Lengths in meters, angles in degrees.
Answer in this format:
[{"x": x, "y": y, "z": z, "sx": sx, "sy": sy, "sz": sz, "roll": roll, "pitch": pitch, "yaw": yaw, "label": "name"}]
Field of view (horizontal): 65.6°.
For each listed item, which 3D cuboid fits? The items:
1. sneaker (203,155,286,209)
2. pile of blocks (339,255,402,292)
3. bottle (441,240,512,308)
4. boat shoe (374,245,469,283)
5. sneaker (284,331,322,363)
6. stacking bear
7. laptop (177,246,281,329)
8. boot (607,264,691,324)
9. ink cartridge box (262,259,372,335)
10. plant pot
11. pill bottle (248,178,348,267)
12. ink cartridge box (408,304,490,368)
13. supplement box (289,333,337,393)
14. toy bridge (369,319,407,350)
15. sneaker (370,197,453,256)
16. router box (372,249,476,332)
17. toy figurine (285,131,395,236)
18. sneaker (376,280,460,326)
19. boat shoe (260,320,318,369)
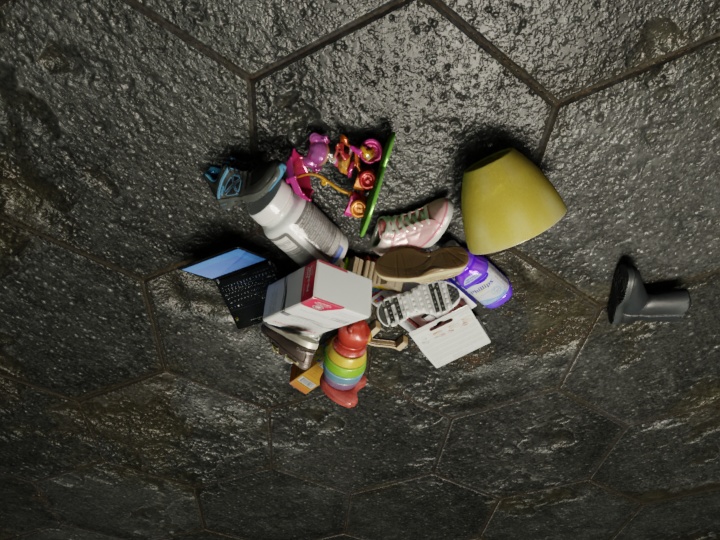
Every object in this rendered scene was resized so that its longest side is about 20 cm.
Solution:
[{"x": -0.222, "y": -0.175, "z": 1.051, "sx": 0.196, "sy": 0.074, "sz": 0.083, "roll": -13, "pitch": 124, "yaw": 37, "label": "sneaker"}, {"x": 0.000, "y": 0.000, "z": 1.244, "sx": 0.194, "sy": 0.064, "sz": 0.082, "roll": 14, "pitch": 159, "yaw": 1, "label": "pile of blocks"}, {"x": 0.256, "y": 0.007, "z": 1.250, "sx": 0.083, "sy": 0.066, "sz": 0.199, "roll": -34, "pitch": 124, "yaw": 29, "label": "bottle"}, {"x": 0.125, "y": -0.002, "z": 1.153, "sx": 0.193, "sy": 0.073, "sz": 0.065, "roll": -4, "pitch": 151, "yaw": -5, "label": "boat shoe"}, {"x": -0.121, "y": 0.159, "z": 1.373, "sx": 0.074, "sy": 0.088, "sz": 0.200, "roll": 30, "pitch": 125, "yaw": -24, "label": "sneaker"}, {"x": -0.028, "y": 0.197, "z": 1.319, "sx": 0.111, "sy": 0.122, "sz": 0.204, "roll": 20, "pitch": 121, "yaw": 9, "label": "stacking bear"}, {"x": -0.269, "y": 0.044, "z": 1.234, "sx": 0.173, "sy": 0.103, "sz": 0.205, "roll": -16, "pitch": 106, "yaw": 26, "label": "laptop"}, {"x": 0.671, "y": 0.053, "z": 1.287, "sx": 0.163, "sy": 0.078, "sz": 0.203, "roll": -5, "pitch": 139, "yaw": 9, "label": "boot"}, {"x": -0.091, "y": 0.062, "z": 1.153, "sx": 0.143, "sy": 0.086, "sz": 0.198, "roll": 20, "pitch": 152, "yaw": -34, "label": "ink cartridge box"}, {"x": 0.268, "y": -0.143, "z": 1.053, "sx": 0.196, "sy": 0.200, "sz": 0.145, "roll": -23, "pitch": 102, "yaw": 20, "label": "plant pot"}, {"x": -0.125, "y": -0.087, "z": 1.130, "sx": 0.112, "sy": 0.116, "sz": 0.200, "roll": -29, "pitch": 126, "yaw": 25, "label": "pill bottle"}, {"x": 0.215, "y": 0.149, "z": 1.358, "sx": 0.157, "sy": 0.048, "sz": 0.201, "roll": -27, "pitch": 138, "yaw": 13, "label": "ink cartridge box"}, {"x": -0.100, "y": 0.242, "z": 1.463, "sx": 0.198, "sy": 0.067, "sz": 0.068, "roll": -36, "pitch": 120, "yaw": 27, "label": "supplement box"}, {"x": 0.025, "y": 0.155, "z": 1.410, "sx": 0.197, "sy": 0.028, "sz": 0.067, "roll": 29, "pitch": 127, "yaw": -24, "label": "toy bridge"}, {"x": 0.097, "y": -0.089, "z": 1.155, "sx": 0.103, "sy": 0.077, "sz": 0.200, "roll": 25, "pitch": 132, "yaw": -28, "label": "sneaker"}, {"x": 0.145, "y": 0.059, "z": 1.309, "sx": 0.178, "sy": 0.050, "sz": 0.199, "roll": -35, "pitch": 124, "yaw": 27, "label": "router box"}, {"x": -0.049, "y": -0.189, "z": 1.045, "sx": 0.179, "sy": 0.151, "sz": 0.205, "roll": 18, "pitch": 109, "yaw": -5, "label": "toy figurine"}, {"x": 0.124, "y": 0.069, "z": 1.244, "sx": 0.194, "sy": 0.078, "sz": 0.081, "roll": -12, "pitch": 179, "yaw": -9, "label": "sneaker"}, {"x": -0.164, "y": 0.158, "z": 1.219, "sx": 0.071, "sy": 0.197, "sz": 0.061, "roll": 17, "pitch": 90, "yaw": -42, "label": "boat shoe"}]
